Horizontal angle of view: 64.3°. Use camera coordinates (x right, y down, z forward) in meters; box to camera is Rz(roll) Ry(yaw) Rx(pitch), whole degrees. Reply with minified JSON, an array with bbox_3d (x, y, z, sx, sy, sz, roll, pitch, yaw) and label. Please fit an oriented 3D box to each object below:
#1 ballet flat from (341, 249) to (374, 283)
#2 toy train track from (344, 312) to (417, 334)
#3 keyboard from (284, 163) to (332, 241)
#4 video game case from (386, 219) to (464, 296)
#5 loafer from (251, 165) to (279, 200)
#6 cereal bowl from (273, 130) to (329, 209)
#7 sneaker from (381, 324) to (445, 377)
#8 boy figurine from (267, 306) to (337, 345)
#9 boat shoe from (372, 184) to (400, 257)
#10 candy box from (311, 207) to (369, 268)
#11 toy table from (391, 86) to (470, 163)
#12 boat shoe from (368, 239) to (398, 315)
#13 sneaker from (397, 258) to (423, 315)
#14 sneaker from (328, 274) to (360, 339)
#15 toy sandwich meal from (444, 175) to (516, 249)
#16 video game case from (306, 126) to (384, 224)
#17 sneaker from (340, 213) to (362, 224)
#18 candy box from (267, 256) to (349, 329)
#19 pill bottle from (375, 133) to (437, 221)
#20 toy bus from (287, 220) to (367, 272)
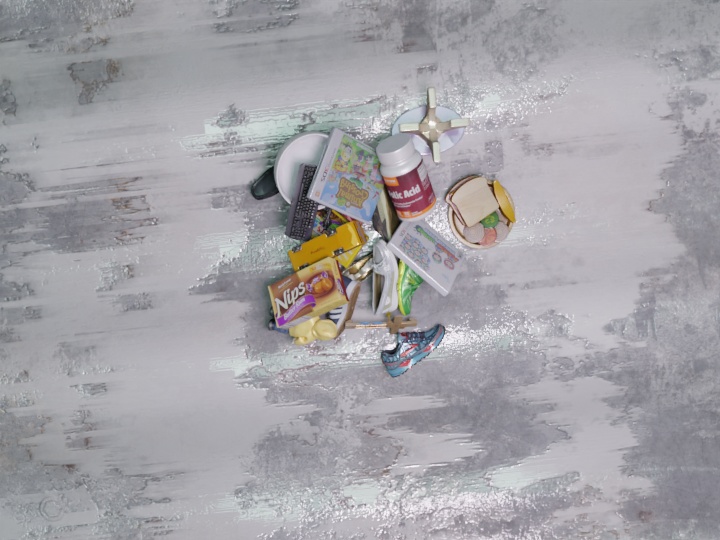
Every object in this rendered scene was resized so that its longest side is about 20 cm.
[{"bbox_3d":[0.000,0.000,1.547,0.199,0.075,0.068,-36,96,3],"label":"ballet flat"},{"bbox_3d":[0.055,0.136,1.550,0.196,0.115,0.033,-2,60,-8],"label":"toy train track"},{"bbox_3d":[-0.117,-0.168,1.463,0.125,0.021,0.203,3,117,-27],"label":"keyboard"},{"bbox_3d":[0.175,-0.050,1.502,0.199,0.183,0.024,40,130,-4],"label":"video game case"},{"bbox_3d":[-0.210,-0.259,1.527,0.199,0.070,0.069,-35,91,3],"label":"loafer"},{"bbox_3d":[-0.131,-0.261,1.466,0.197,0.083,0.203,-12,121,-20],"label":"cereal bowl"},{"bbox_3d":[0.141,0.202,1.564,0.199,0.079,0.096,-38,92,3],"label":"sneaker"},{"bbox_3d":[-0.151,0.139,1.530,0.196,0.064,0.127,8,94,23],"label":"boy figurine"},{"bbox_3d":[0.065,-0.128,1.533,0.065,0.071,0.205,-17,79,29],"label":"boat shoe"},{"bbox_3d":[-0.081,-0.108,1.534,0.199,0.026,0.103,40,107,11],"label":"candy box"},{"bbox_3d":[0.183,-0.370,1.494,0.196,0.117,0.187,-17,95,1],"label":"toy table"},{"bbox_3d":[0.055,0.021,1.492,0.064,0.074,0.205,-19,121,-26],"label":"boat shoe"},{"bbox_3d":[0.139,0.025,1.550,0.082,0.074,0.204,6,95,4],"label":"sneaker"},{"bbox_3d":[-0.072,0.086,1.541,0.107,0.070,0.202,30,128,14],"label":"sneaker"},{"bbox_3d":[0.325,-0.157,1.535,0.201,0.070,0.210,0,95,0],"label":"toy sandwich meal"},{"bbox_3d":[-0.023,-0.235,1.452,0.198,0.022,0.185,20,92,-37],"label":"video game case"},{"bbox_3d":[-0.023,-0.208,1.523,0.072,0.087,0.204,2,96,0],"label":"sneaker"},{"bbox_3d":[-0.135,0.060,1.467,0.197,0.056,0.119,-23,71,21],"label":"candy box"},{"bbox_3d":[0.116,-0.237,1.464,0.113,0.115,0.202,-25,123,2],"label":"pill bottle"},{"bbox_3d":[-0.088,-0.061,1.486,0.197,0.078,0.066,-24,90,20],"label":"toy bus"}]
